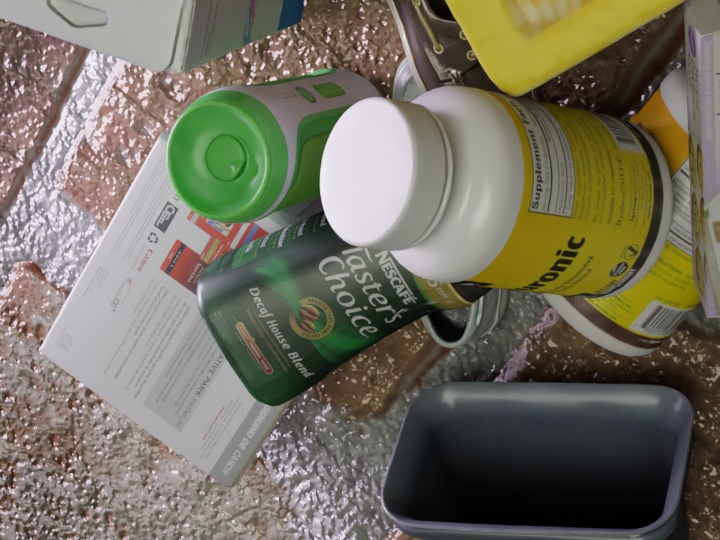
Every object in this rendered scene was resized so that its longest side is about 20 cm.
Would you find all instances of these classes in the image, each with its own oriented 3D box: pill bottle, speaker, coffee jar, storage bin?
[{"bbox_3d":[0.077,-0.046,1.091,0.111,0.199,0.113,-9,78,49],"label":"pill bottle"},{"bbox_3d":[-0.047,-0.082,1.222,0.088,0.200,0.089,4,102,22],"label":"speaker"},{"bbox_3d":[0.000,0.000,1.214,0.199,0.085,0.105,-29,100,21],"label":"coffee jar"},{"bbox_3d":[0.202,-0.049,1.190,0.109,0.109,0.200,41,116,5],"label":"pill bottle"},{"bbox_3d":[0.132,0.160,1.282,0.198,0.146,0.135,0,134,21],"label":"storage bin"}]

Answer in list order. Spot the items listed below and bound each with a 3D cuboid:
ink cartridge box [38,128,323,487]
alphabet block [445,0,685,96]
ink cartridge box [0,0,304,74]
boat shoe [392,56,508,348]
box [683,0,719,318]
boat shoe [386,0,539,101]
[{"bbox_3d":[-0.102,0.022,1.345,0.175,0.084,0.201,36,116,5],"label":"ink cartridge box"},{"bbox_3d":[0.137,-0.244,1.103,0.194,0.200,0.197,-30,95,27],"label":"alphabet block"},{"bbox_3d":[-0.131,-0.200,1.220,0.143,0.200,0.085,19,113,14],"label":"ink cartridge box"},{"bbox_3d":[0.057,-0.046,1.268,0.069,0.071,0.203,-5,105,22],"label":"boat shoe"},{"bbox_3d":[0.210,-0.063,1.087,0.038,0.042,0.201,-10,129,-1],"label":"box"},{"bbox_3d":[0.063,-0.165,1.222,0.201,0.071,0.059,63,158,-3],"label":"boat shoe"}]
